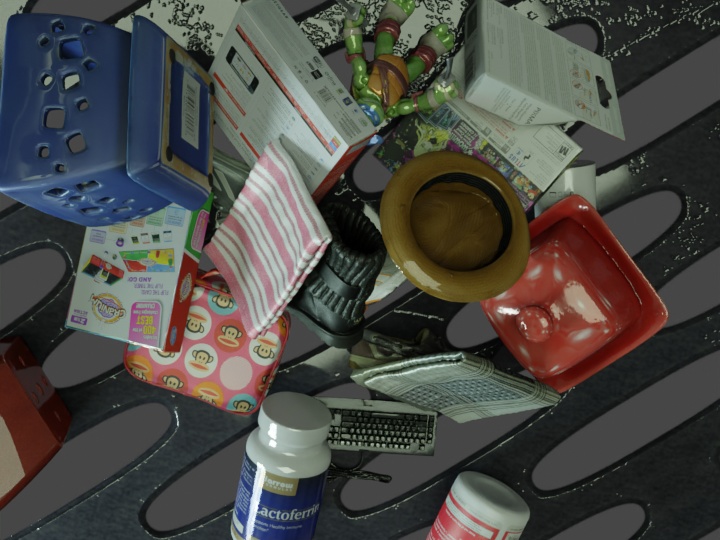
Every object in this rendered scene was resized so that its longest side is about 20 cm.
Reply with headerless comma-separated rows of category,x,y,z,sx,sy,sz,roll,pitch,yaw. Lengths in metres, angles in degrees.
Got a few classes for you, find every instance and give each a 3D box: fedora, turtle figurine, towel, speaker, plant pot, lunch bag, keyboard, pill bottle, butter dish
fedora,0.103,-0.043,1.026,0.198,0.082,0.203,9,66,-19
turtle figurine,0.054,-0.259,1.013,0.142,0.195,0.201,11,134,14
towel,0.116,0.150,1.099,0.191,0.199,0.035,24,63,-38
speaker,0.268,-0.039,1.142,0.080,0.081,0.203,-6,102,-2
plant pot,-0.479,0.193,1.100,0.175,0.200,0.201,-31,103,-8
lunch bag,-0.193,0.077,1.139,0.198,0.082,0.178,22,99,-7
keyboard,0.005,0.242,1.218,0.197,0.021,0.129,4,102,-3
plant pot,-0.269,-0.165,0.980,0.177,0.200,0.203,-2,80,13
pill bottle,-0.102,0.271,1.156,0.114,0.116,0.202,10,110,-5
towel,-0.113,-0.033,1.029,0.200,0.030,0.147,-52,59,38
butter dish,0.229,0.046,1.055,0.200,0.147,0.200,-40,82,32
pill bottle,0.144,0.391,1.211,0.111,0.112,0.202,24,100,-8

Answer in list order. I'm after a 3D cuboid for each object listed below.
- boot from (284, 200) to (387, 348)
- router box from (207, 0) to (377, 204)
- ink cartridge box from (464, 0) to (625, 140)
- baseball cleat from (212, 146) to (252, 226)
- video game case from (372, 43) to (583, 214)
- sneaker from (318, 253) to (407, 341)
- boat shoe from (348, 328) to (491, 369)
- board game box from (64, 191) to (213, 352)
boot,-0.060,-0.021,1.051,0.210,0.079,0.159,33,137,22
router box,-0.093,-0.186,1.023,0.049,0.179,0.201,-34,85,-35
ink cartridge box,0.219,-0.234,1.067,0.198,0.164,0.057,24,136,-20
baseball cleat,-0.181,-0.104,1.108,0.198,0.070,0.107,22,100,-7
video game case,0.144,-0.147,1.096,0.200,0.036,0.182,43,102,10
sneaker,0.000,0.000,1.141,0.200,0.076,0.092,-41,97,4
boat shoe,0.084,0.111,1.167,0.198,0.072,0.067,5,93,-7
board game box,-0.274,-0.013,1.082,0.151,0.040,0.203,11,87,21
